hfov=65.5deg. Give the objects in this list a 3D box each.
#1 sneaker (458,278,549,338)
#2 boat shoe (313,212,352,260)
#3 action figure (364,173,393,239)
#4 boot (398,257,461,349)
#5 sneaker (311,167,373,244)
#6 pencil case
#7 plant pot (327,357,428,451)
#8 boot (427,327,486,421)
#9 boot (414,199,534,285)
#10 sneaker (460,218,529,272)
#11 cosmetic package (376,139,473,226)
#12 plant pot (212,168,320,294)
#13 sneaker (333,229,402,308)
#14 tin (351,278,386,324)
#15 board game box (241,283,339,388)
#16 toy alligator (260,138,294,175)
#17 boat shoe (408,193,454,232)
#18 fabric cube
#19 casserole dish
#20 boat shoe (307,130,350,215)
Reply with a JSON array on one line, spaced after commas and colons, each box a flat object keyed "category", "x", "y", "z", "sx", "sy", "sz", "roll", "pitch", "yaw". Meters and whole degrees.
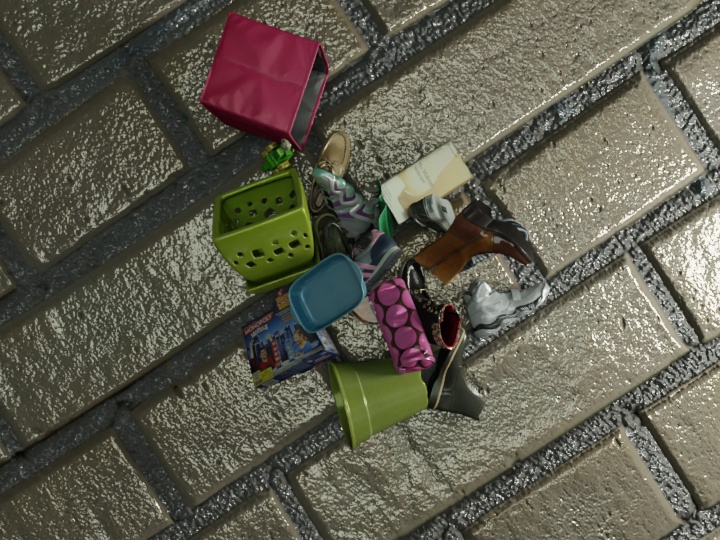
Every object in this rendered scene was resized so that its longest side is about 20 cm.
[{"category": "sneaker", "x": 0.323, "y": 0.058, "z": 1.271, "sx": 0.199, "sy": 0.075, "sz": 0.115, "roll": -33, "pitch": 94, "yaw": 5}, {"category": "boat shoe", "x": -0.048, "y": -0.026, "z": 1.214, "sx": 0.071, "sy": 0.066, "sz": 0.202, "roll": -21, "pitch": 116, "yaw": -5}, {"category": "action figure", "x": 0.045, "y": -0.097, "z": 1.228, "sx": 0.054, "sy": 0.201, "sz": 0.119, "roll": -5, "pitch": 53, "yaw": 10}, {"category": "boot", "x": 0.151, "y": 0.075, "z": 1.232, "sx": 0.073, "sy": 0.150, "sz": 0.202, "roll": -3, "pitch": 95, "yaw": -28}, {"category": "sneaker", "x": -0.057, "y": -0.125, "z": 1.237, "sx": 0.199, "sy": 0.078, "sz": 0.140, "roll": 35, "pitch": 92, "yaw": -33}, {"category": "pencil case", "x": 0.084, "y": 0.122, "z": 1.202, "sx": 0.093, "sy": 0.091, "sz": 0.201, "roll": -14, "pitch": 65, "yaw": -19}, {"category": "plant pot", "x": 0.043, "y": 0.273, "z": 1.240, "sx": 0.188, "sy": 0.200, "sz": 0.202, "roll": -13, "pitch": 91, "yaw": -10}, {"category": "boot", "x": 0.242, "y": 0.239, "z": 1.286, "sx": 0.137, "sy": 0.078, "sz": 0.202, "roll": 19, "pitch": 105, "yaw": -4}, {"category": "boot", "x": 0.242, "y": -0.027, "z": 1.197, "sx": 0.187, "sy": 0.069, "sz": 0.200, "roll": 32, "pitch": 126, "yaw": -15}, {"category": "sneaker", "x": 0.281, "y": -0.047, "z": 1.248, "sx": 0.199, "sy": 0.109, "sz": 0.070, "roll": -31, "pitch": 107, "yaw": 1}, {"category": "cosmetic package", "x": 0.143, "y": -0.196, "z": 1.270, "sx": 0.199, "sy": 0.071, "sz": 0.106, "roll": -34, "pitch": 90, "yaw": 2}, {"category": "plant pot", "x": -0.191, "y": -0.075, "z": 1.206, "sx": 0.198, "sy": 0.200, "sz": 0.183, "roll": -19, "pitch": 126, "yaw": 1}, {"category": "sneaker", "x": 0.000, "y": 0.000, "z": 1.184, "sx": 0.200, "sy": 0.070, "sz": 0.082, "roll": -46, "pitch": 71, "yaw": 19}, {"category": "tin", "x": -0.005, "y": 0.037, "z": 1.297, "sx": 0.200, "sy": 0.042, "sz": 0.112, "roll": 43, "pitch": 96, "yaw": -1}, {"category": "board game box", "x": -0.167, "y": 0.135, "z": 1.265, "sx": 0.199, "sy": 0.062, "sz": 0.201, "roll": -29, "pitch": 60, "yaw": 19}, {"category": "toy alligator", "x": -0.170, "y": -0.257, "z": 1.227, "sx": 0.054, "sy": 0.200, "sz": 0.060, "roll": -35, "pitch": 98, "yaw": -24}, {"category": "boat shoe", "x": 0.160, "y": -0.120, "z": 1.223, "sx": 0.063, "sy": 0.200, "sz": 0.071, "roll": -15, "pitch": 75, "yaw": 23}, {"category": "fabric cube", "x": -0.198, "y": -0.398, "z": 1.210, "sx": 0.198, "sy": 0.196, "sz": 0.202, "roll": 20, "pitch": 93, "yaw": 2}, {"category": "casserole dish", "x": -0.065, "y": 0.047, "z": 1.161, "sx": 0.199, "sy": 0.039, "sz": 0.122, "roll": -35, "pitch": 77, "yaw": 29}, {"category": "boat shoe", "x": -0.070, "y": -0.223, "z": 1.276, "sx": 0.071, "sy": 0.065, "sz": 0.202, "roll": 15, "pitch": 92, "yaw": 1}]
